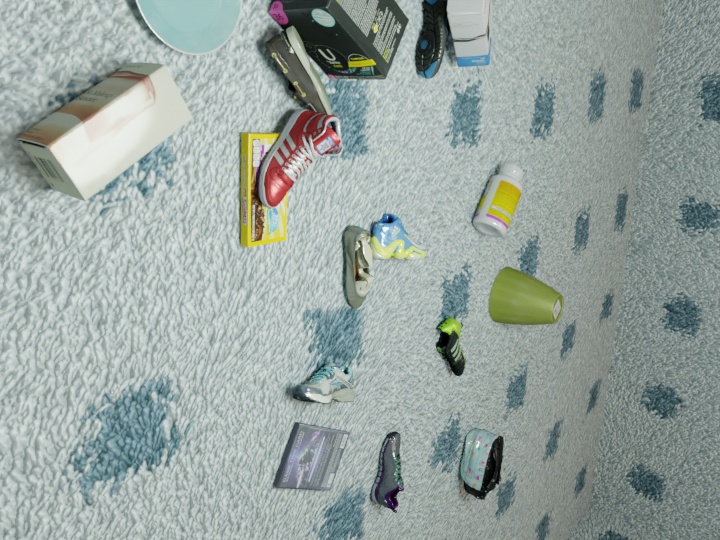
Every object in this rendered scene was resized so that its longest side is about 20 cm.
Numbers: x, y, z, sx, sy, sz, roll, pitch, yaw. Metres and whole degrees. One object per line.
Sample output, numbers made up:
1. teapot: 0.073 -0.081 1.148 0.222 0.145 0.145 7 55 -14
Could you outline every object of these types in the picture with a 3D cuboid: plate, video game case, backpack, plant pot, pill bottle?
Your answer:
1. plate: -0.263 -0.434 0.911 0.198 0.025 0.205 -19 115 -47
2. video game case: -0.109 0.434 1.393 0.199 0.019 0.146 29 78 -50
3. backpack: 0.410 0.640 2.022 0.166 0.124 0.205 -7 107 -62
4. plant pot: 0.551 0.102 1.961 0.186 0.197 0.191 -21 118 -46
5. pill bottle: 0.410 -0.206 1.760 0.104 0.103 0.203 39 72 -49

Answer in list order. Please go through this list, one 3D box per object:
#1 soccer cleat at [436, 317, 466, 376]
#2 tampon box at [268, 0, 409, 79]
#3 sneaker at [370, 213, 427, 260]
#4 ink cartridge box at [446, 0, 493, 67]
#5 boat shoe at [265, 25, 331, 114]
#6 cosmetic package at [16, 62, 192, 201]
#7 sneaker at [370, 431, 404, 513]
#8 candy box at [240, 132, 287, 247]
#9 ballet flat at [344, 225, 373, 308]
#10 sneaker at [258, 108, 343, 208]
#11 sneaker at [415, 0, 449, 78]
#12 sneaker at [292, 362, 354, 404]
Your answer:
1. soccer cleat: 0.262 0.231 1.762 0.080 0.067 0.204 -24 121 -24
2. tampon box: -0.036 -0.458 1.087 0.199 0.148 0.129 32 77 -50
3. sneaker: 0.098 -0.080 1.436 0.198 0.075 0.107 -5 105 -49
4. ink cartridge box: 0.258 -0.593 1.394 0.200 0.082 0.148 41 54 -69
5. boat shoe: -0.108 -0.352 1.106 0.202 0.060 0.073 58 13 -53
6. cosmetic package: -0.346 -0.196 0.825 0.201 0.102 0.088 -50 136 -30
7. sneaker: 0.095 0.544 1.626 0.074 0.086 0.204 9 95 -51
8. candy box: -0.176 -0.150 1.112 0.101 0.026 0.205 -17 114 -52
9. ballet flat: 0.000 0.000 1.350 0.067 0.063 0.204 -28 123 -42
10. sneaker: -0.103 -0.200 1.077 0.071 0.111 0.203 41 67 -53
11. sneaker: 0.182 -0.545 1.392 0.081 0.072 0.205 -2 104 -52
12. sneaker: -0.082 0.247 1.336 0.199 0.076 0.088 14 79 -59
